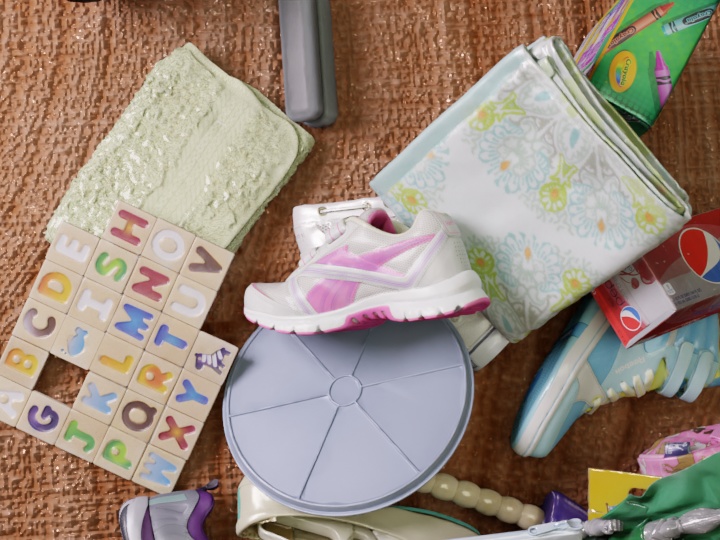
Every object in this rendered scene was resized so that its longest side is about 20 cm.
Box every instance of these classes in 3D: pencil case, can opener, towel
[{"bbox_3d":[0.285,0.225,1.098,0.083,0.087,0.200,-16,87,-1],"label":"pencil case"},{"bbox_3d":[-0.055,-0.216,1.146,0.066,0.053,0.200,-13,81,27],"label":"can opener"},{"bbox_3d":[0.120,-0.054,1.011,0.171,0.200,0.048,51,41,0],"label":"towel"},{"bbox_3d":[-0.147,-0.071,1.117,0.148,0.036,0.200,35,80,0],"label":"towel"}]

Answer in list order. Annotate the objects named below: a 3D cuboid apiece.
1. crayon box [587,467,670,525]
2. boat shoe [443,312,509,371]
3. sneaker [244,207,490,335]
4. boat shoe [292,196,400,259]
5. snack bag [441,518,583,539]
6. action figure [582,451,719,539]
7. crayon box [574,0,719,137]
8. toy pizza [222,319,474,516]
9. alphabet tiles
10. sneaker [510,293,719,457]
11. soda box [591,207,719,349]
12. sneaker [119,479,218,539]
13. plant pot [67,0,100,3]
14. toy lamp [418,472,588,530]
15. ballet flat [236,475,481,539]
[{"bbox_3d":[0.242,0.248,1.052,0.051,0.127,0.200,-13,102,-50],"label":"crayon box"},{"bbox_3d":[0.132,-0.015,1.125,0.070,0.071,0.200,42,87,-5],"label":"boat shoe"},{"bbox_3d":[0.000,0.000,1.045,0.200,0.081,0.088,-9,86,26],"label":"sneaker"},{"bbox_3d":[0.042,-0.056,1.117,0.200,0.071,0.069,-17,86,-7],"label":"boat shoe"},{"bbox_3d":[0.074,0.273,1.031,0.188,0.021,0.200,-7,116,-2],"label":"snack bag"},{"bbox_3d":[0.202,0.209,1.013,0.055,0.200,0.118,-16,84,-47],"label":"action figure"},{"bbox_3d":[0.200,-0.151,1.081,0.058,0.200,0.119,30,81,-2],"label":"crayon box"},{"bbox_3d":[-0.009,0.100,1.083,0.200,0.032,0.200,-6,58,10],"label":"toy pizza"},{"bbox_3d":[-0.184,0.056,1.086,0.167,0.008,0.200,25,96,-2],"label":"alphabet tiles"},{"bbox_3d":[0.217,0.089,1.114,0.131,0.080,0.200,34,81,0],"label":"sneaker"},{"bbox_3d":[0.270,-0.004,1.088,0.200,0.063,0.070,-15,68,-39],"label":"soda box"},{"bbox_3d":[-0.120,0.263,1.060,0.088,0.074,0.200,-15,84,-13],"label":"sneaker"},{"bbox_3d":[-0.198,-0.328,1.077,0.200,0.200,0.198,-23,94,-9],"label":"plant pot"},{"bbox_3d":[0.096,0.183,1.101,0.200,0.058,0.058,21,81,0],"label":"toy lamp"},{"bbox_3d":[-0.003,0.210,1.076,0.200,0.069,0.069,16,81,4],"label":"ballet flat"}]
